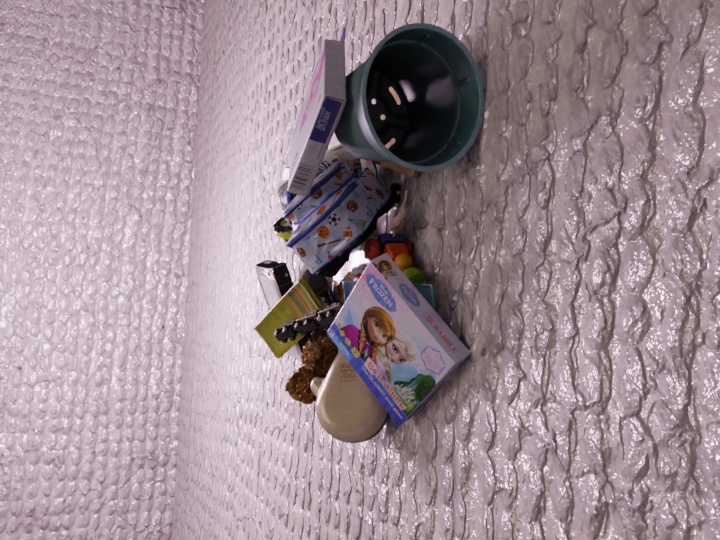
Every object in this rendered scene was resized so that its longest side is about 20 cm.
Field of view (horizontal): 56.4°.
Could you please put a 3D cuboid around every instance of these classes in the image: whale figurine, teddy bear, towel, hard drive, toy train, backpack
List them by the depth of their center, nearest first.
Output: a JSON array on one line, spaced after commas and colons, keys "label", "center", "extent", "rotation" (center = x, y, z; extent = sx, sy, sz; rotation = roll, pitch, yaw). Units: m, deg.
[{"label": "toy train", "center": [0.067, -0.015, 1.105], "extent": [0.116, 0.083, 0.202], "rotation": [51, 132, 42]}, {"label": "backpack", "center": [-0.045, -0.090, 1.168], "extent": [0.200, 0.154, 0.191], "rotation": [-44, 13, 28]}, {"label": "whale figurine", "center": [-0.009, 0.203, 1.194], "extent": [0.104, 0.156, 0.204], "rotation": [53, -147, -63]}, {"label": "toy train", "center": [-0.088, 0.094, 1.226], "extent": [0.198, 0.046, 0.034], "rotation": [-22, 110, 45]}, {"label": "teddy bear", "center": [-0.062, 0.163, 1.272], "extent": [0.201, 0.066, 0.146], "rotation": [-52, -24, -31]}, {"label": "towel", "center": [-0.139, 0.098, 1.305], "extent": [0.087, 0.018, 0.200], "rotation": [53, 133, 7]}, {"label": "hard drive", "center": [-0.156, 0.081, 1.383], "extent": [0.139, 0.037, 0.203], "rotation": [10, 121, 66]}]

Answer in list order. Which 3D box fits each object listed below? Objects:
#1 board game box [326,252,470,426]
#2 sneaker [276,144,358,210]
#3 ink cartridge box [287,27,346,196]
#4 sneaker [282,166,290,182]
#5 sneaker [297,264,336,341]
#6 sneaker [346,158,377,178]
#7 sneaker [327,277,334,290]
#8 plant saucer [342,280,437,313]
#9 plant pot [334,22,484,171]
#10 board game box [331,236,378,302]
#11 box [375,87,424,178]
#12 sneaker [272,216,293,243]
[{"label": "board game box", "center": [0.050, 0.112, 1.052], "extent": [0.201, 0.041, 0.201], "rotation": [49, 137, 18]}, {"label": "sneaker", "center": [-0.074, -0.181, 1.339], "extent": [0.078, 0.199, 0.085], "rotation": [53, 173, -14]}, {"label": "ink cartridge box", "center": [-0.072, -0.260, 1.084], "extent": [0.197, 0.043, 0.202], "rotation": [118, 156, -45]}, {"label": "sneaker", "center": [-0.081, -0.149, 1.450], "extent": [0.080, 0.115, 0.202], "rotation": [10, 126, 48]}, {"label": "sneaker", "center": [-0.070, 0.065, 1.349], "extent": [0.081, 0.077, 0.203], "rotation": [17, 131, 32]}, {"label": "sneaker", "center": [-0.031, -0.153, 1.307], "extent": [0.201, 0.085, 0.081], "rotation": [108, 157, -53]}, {"label": "sneaker", "center": [-0.100, 0.044, 1.425], "extent": [0.078, 0.098, 0.204], "rotation": [-127, 47, -69]}, {"label": "plant saucer", "center": [0.046, 0.052, 1.080], "extent": [0.198, 0.019, 0.071], "rotation": [2, 101, 47]}, {"label": "plant pot", "center": [0.053, -0.251, 1.028], "extent": [0.195, 0.197, 0.204], "rotation": [-166, 82, -66]}, {"label": "board game box", "center": [0.000, 0.000, 1.295], "extent": [0.199, 0.034, 0.137], "rotation": [-164, 80, -65]}, {"label": "box", "center": [0.079, -0.277, 1.184], "extent": [0.163, 0.021, 0.204], "rotation": [-143, 62, -61]}, {"label": "sneaker", "center": [-0.093, -0.070, 1.382], "extent": [0.198, 0.081, 0.074], "rotation": [15, 61, 46]}]
